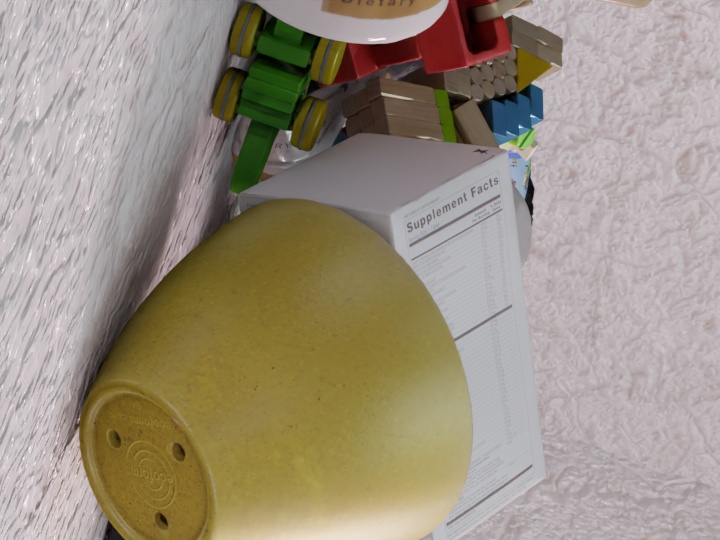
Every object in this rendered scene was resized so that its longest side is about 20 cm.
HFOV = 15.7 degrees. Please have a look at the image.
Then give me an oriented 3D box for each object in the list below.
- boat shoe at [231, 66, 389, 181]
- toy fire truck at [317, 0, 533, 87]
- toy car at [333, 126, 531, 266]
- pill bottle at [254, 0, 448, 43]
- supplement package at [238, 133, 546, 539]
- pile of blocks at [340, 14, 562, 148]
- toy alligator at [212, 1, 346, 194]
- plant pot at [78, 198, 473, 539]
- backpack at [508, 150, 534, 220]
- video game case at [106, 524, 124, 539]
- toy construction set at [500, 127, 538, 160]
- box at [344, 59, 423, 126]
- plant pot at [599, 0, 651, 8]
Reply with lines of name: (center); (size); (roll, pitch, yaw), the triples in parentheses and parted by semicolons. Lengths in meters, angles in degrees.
boat shoe: (-0.019, -0.136, 1.569); (0.069, 0.071, 0.200); (103, 7, -45)
toy fire truck: (0.045, -0.147, 1.483); (0.200, 0.141, 0.049); (-30, 107, -57)
toy car: (0.000, 0.000, 1.598); (0.150, 0.175, 0.201); (49, 48, -56)
pill bottle: (0.010, -0.220, 1.261); (0.114, 0.114, 0.200); (-66, 174, -50)
supplement package: (0.020, 0.037, 1.450); (0.114, 0.109, 0.201); (-28, 118, -45)
pile of blocks: (0.054, -0.091, 1.576); (0.062, 0.082, 0.200); (-24, -177, 42)
toy alligator: (-0.035, -0.135, 1.433); (0.054, 0.059, 0.200); (-63, 171, -64)
plant pot: (-0.062, 0.079, 1.360); (0.142, 0.200, 0.200); (-25, 143, -41)
backpack: (0.039, -0.060, 1.943); (0.200, 0.182, 0.135); (81, 22, -75)
video game case: (-0.112, 0.083, 1.660); (0.181, 0.025, 0.201); (-59, 167, -71)
toy construction set: (0.068, -0.063, 1.767); (0.200, 0.092, 0.131); (-55, 143, -33)
box: (0.026, -0.165, 1.745); (0.200, 0.048, 0.159); (-35, -151, 59)
plant pot: (0.104, -0.255, 1.395); (0.200, 0.199, 0.177); (54, -52, 51)
